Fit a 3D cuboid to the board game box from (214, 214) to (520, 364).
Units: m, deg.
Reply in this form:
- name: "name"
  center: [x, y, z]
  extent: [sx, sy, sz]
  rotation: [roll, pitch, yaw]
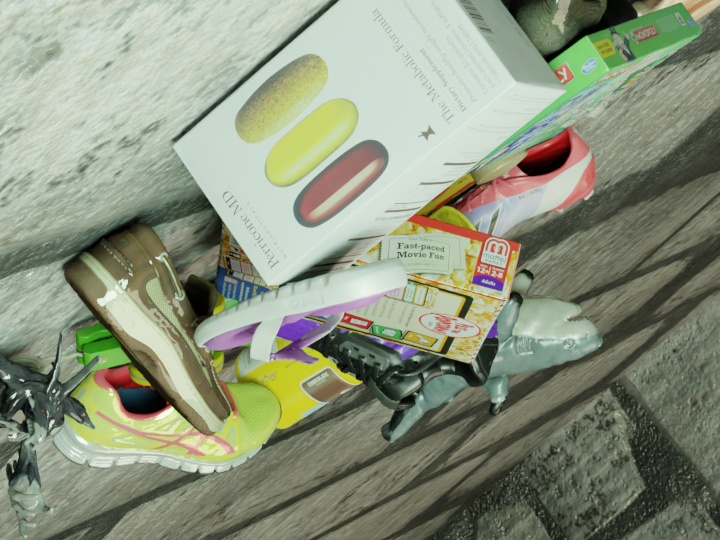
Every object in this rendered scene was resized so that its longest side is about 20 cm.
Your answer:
- name: "board game box"
  center: [0.000, 0.000, 1.465]
  extent: [0.152, 0.200, 0.046]
  rotation: [110, -4, -70]

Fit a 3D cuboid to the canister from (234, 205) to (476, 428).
- name: "canister"
  center: [0.003, 0.042, 1.755]
  extent: [0.200, 0.087, 0.149]
  rotation: [-33, -174, 29]

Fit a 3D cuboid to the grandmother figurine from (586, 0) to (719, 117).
- name: "grandmother figurine"
  center: [0.234, -0.196, 1.640]
  extent: [0.200, 0.061, 0.121]
  rotation: [-45, 156, 26]

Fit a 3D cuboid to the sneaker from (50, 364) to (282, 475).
- name: "sneaker"
  center: [-0.142, 0.108, 1.657]
  extent: [0.200, 0.078, 0.090]
  rotation: [-2, 137, -36]

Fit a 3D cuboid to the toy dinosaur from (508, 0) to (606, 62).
- name: "toy dinosaur"
  center: [0.125, -0.168, 1.335]
  extent: [0.102, 0.077, 0.200]
  rotation: [-59, -166, -15]

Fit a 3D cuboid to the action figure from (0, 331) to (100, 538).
- name: "action figure"
  center: [-0.258, 0.129, 1.427]
  extent: [0.200, 0.102, 0.119]
  rotation: [-36, 137, 22]

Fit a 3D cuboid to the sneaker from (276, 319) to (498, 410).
- name: "sneaker"
  center: [0.010, 0.056, 1.588]
  extent: [0.200, 0.100, 0.070]
  rotation: [1, 160, -6]

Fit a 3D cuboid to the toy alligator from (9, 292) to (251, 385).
- name: "toy alligator"
  center: [-0.162, 0.045, 1.496]
  extent: [0.200, 0.054, 0.059]
  rotation: [-8, 125, -15]

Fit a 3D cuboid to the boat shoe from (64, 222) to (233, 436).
- name: "boat shoe"
  center: [-0.122, 0.040, 1.418]
  extent: [0.075, 0.075, 0.202]
  rotation: [-43, 145, -9]

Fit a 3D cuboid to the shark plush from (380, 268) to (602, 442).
- name: "shark plush"
  center: [0.098, 0.084, 1.726]
  extent: [0.200, 0.083, 0.091]
  rotation: [-37, -175, 5]

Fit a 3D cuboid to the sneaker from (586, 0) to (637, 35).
- name: "sneaker"
  center: [0.156, -0.177, 1.507]
  extent: [0.104, 0.060, 0.200]
  rotation: [-30, 172, -17]

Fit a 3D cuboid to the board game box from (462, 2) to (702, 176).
- name: "board game box"
  center: [0.143, -0.123, 1.412]
  extent: [0.135, 0.029, 0.200]
  rotation: [-36, 175, 28]

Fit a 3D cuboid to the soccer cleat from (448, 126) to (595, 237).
- name: "soccer cleat"
  center: [0.118, -0.060, 1.854]
  extent: [0.200, 0.067, 0.077]
  rotation: [-29, 136, -4]

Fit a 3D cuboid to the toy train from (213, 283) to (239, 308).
- name: "toy train"
  center: [-0.096, 0.025, 1.632]
  extent: [0.200, 0.042, 0.056]
  rotation: [-17, 148, -55]

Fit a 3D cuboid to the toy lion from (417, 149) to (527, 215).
- name: "toy lion"
  center: [0.037, -0.061, 1.629]
  extent: [0.200, 0.069, 0.192]
  rotation: [-31, 174, -18]

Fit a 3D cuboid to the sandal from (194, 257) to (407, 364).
- name: "sandal"
  center: [-0.042, 0.037, 1.320]
  extent: [0.082, 0.050, 0.203]
  rotation: [-13, 175, -33]

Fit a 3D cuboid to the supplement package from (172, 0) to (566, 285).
- name: "supplement package"
  center: [0.006, -0.093, 1.286]
  extent: [0.200, 0.114, 0.110]
  rotation: [-40, 168, 19]
